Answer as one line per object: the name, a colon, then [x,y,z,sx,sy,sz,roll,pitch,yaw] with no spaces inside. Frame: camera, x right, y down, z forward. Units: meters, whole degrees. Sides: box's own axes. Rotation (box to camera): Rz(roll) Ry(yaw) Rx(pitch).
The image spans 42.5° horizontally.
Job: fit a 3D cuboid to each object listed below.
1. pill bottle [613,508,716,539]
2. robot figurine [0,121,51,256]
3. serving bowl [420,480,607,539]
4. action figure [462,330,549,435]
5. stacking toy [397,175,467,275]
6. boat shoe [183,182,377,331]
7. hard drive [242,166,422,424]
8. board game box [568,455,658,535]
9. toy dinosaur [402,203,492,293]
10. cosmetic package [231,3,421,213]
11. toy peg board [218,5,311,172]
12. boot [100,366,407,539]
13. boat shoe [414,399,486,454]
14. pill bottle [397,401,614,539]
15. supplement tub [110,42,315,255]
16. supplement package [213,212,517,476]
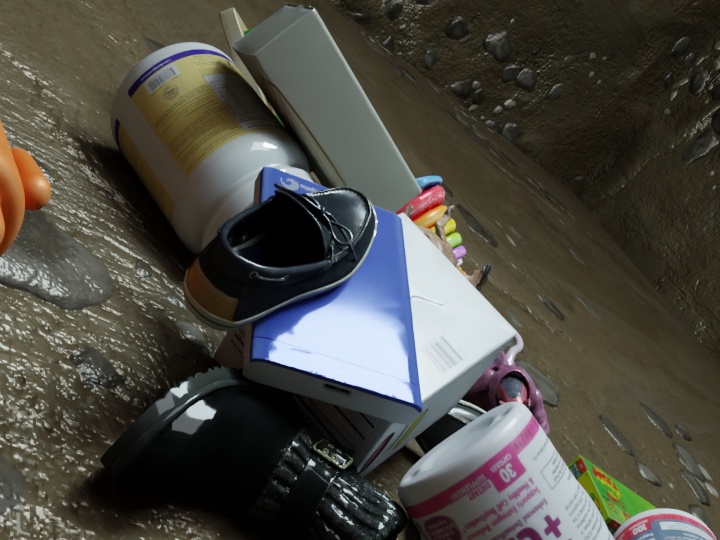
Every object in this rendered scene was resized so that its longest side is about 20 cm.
pill bottle: [0.306,0.332,0.881,0.119,0.120,0.200,39,18,-7]
robot figurine: [-0.275,-0.070,0.571,0.142,0.118,0.201,-20,52,-18]
serving bowl: [0.146,0.226,0.768,0.197,0.066,0.203,24,42,-23]
action figure: [0.157,0.127,0.976,0.132,0.151,0.200,28,-6,-2]
stacking toy: [0.112,-0.031,1.346,0.202,0.115,0.110,57,18,7]
boat shoe: [-0.043,-0.023,0.650,0.074,0.063,0.199,42,37,13]
hard drive: [-0.021,0.013,0.700,0.130,0.026,0.202,19,40,-20]
board game box: [0.321,0.308,1.081,0.199,0.048,0.102,35,19,-23]
toy dinosaur: [0.103,-0.009,1.216,0.199,0.086,0.137,1,52,-56]
cosmetic package: [-0.031,-0.144,0.875,0.201,0.073,0.104,55,-5,-24]
toy peg board: [-0.071,-0.191,1.052,0.199,0.096,0.204,-85,157,-86]
boot: [-0.057,0.144,0.606,0.158,0.080,0.210,48,18,17]
boat shoe: [0.126,0.197,0.878,0.201,0.074,0.063,45,10,-8]
pill bottle: [0.123,0.206,0.647,0.202,0.113,0.113,56,19,3]
supplement tub: [-0.136,-0.104,0.887,0.201,0.146,0.145,52,20,26]
supplement package: [0.008,0.064,0.784,0.156,0.111,0.199,47,38,15]
